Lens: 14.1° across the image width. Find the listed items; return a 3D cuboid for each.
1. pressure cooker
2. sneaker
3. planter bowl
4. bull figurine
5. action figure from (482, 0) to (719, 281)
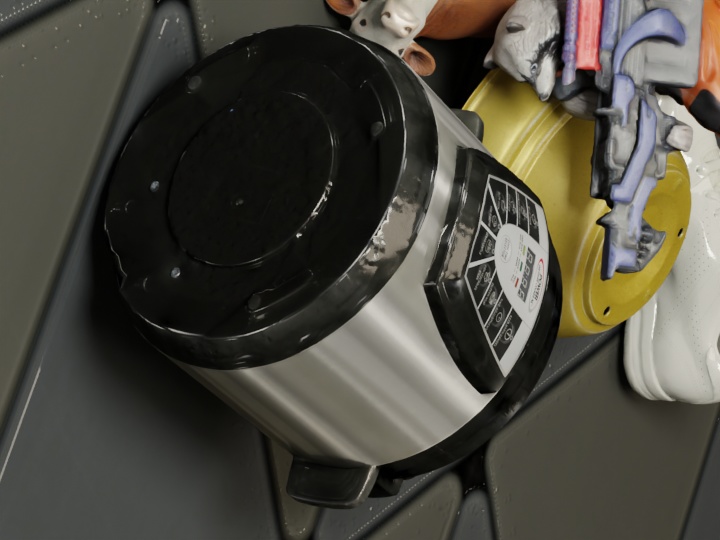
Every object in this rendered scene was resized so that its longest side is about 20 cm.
[{"bbox_3d":[-0.002,-0.001,1.360,0.176,0.179,0.200,-37,140,8],"label":"pressure cooker"},{"bbox_3d":[0.206,-0.021,1.707,0.075,0.088,0.201,-11,102,-51],"label":"sneaker"},{"bbox_3d":[0.118,-0.029,1.545,0.200,0.083,0.201,-36,141,-36],"label":"planter bowl"},{"bbox_3d":[0.067,-0.158,1.488,0.121,0.065,0.200,-48,163,25],"label":"bull figurine"},{"bbox_3d":[0.150,-0.083,1.475,0.193,0.105,0.201,16,81,-20],"label":"action figure"}]
